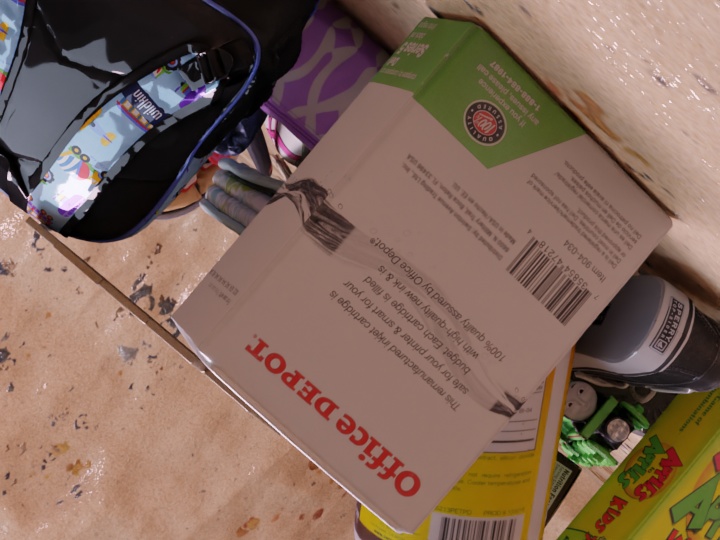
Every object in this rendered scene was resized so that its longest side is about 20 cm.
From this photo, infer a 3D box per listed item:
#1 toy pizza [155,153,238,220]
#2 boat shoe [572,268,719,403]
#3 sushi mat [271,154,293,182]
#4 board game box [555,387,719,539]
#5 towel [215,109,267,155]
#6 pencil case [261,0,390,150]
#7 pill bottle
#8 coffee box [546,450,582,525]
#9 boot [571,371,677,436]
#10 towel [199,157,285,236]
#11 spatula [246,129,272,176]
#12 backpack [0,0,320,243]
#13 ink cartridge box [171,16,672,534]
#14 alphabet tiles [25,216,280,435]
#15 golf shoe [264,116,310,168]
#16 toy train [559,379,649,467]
[{"bbox_3d":[-0.140,-0.138,1.379,0.032,0.202,0.200,5,154,37],"label":"toy pizza"},{"bbox_3d":[0.152,0.034,1.063,0.068,0.074,0.199,30,170,-17],"label":"boat shoe"},{"bbox_3d":[-0.033,-0.037,1.354,0.096,0.012,0.200,59,179,-10],"label":"sushi mat"},{"bbox_3d":[0.186,0.154,1.088,0.102,0.200,0.048,42,177,-34],"label":"board game box"},{"bbox_3d":[-0.100,-0.147,1.211,0.111,0.049,0.200,41,-157,-13],"label":"towel"},{"bbox_3d":[-0.027,-0.112,1.109,0.200,0.086,0.084,39,150,-6],"label":"pencil case"},{"bbox_3d":[0.060,0.068,1.024,0.108,0.202,0.109,7,-163,-2],"label":"pill bottle"},{"bbox_3d":[0.027,0.095,1.163,0.199,0.080,0.113,34,178,-31],"label":"coffee box"},{"bbox_3d":[0.189,0.073,1.336,0.182,0.073,0.200,44,-176,-10],"label":"boot"},{"bbox_3d":[0.000,0.000,1.152,0.171,0.048,0.200,33,180,-30],"label":"towel"},{"bbox_3d":[-0.075,-0.066,1.396,0.020,0.057,0.201,5,150,6],"label":"spatula"},{"bbox_3d":[-0.139,-0.124,1.014,0.182,0.200,0.135,38,-141,-2],"label":"backpack"},{"bbox_3d":[0.028,0.001,0.896,0.145,0.200,0.084,42,177,-19],"label":"ink cartridge box"},{"bbox_3d":[-0.115,0.035,1.067,0.166,0.006,0.200,39,175,10],"label":"alphabet tiles"},{"bbox_3d":[-0.049,-0.124,1.395,0.092,0.073,0.200,43,178,-6],"label":"golf shoe"},{"bbox_3d":[0.138,0.092,1.148,0.056,0.042,0.200,41,176,5],"label":"toy train"}]
